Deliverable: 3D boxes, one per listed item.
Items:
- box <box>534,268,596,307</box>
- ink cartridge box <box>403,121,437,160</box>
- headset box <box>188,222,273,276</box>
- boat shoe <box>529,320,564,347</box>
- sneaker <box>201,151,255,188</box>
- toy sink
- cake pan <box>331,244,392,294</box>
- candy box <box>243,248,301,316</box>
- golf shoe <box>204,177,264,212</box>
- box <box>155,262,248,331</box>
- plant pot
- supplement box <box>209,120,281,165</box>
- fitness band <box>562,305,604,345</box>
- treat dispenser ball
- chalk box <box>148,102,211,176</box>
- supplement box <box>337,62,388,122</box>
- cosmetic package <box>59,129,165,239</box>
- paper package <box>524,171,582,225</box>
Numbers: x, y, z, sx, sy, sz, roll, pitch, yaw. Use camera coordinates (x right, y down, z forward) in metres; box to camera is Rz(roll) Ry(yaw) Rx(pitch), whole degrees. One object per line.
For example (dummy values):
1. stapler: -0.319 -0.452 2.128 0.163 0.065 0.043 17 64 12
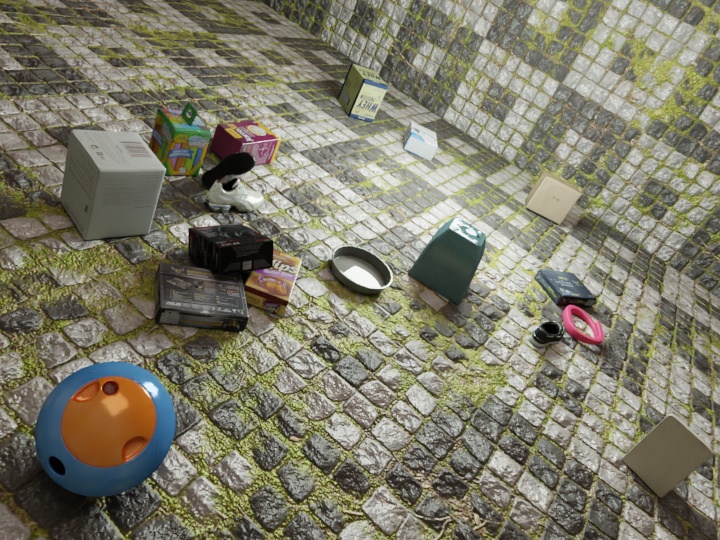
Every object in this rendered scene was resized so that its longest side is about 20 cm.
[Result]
1. box: 0.790 0.068 2.206 0.199 0.051 0.158 7 36 -30
2. ink cartridge box: 0.294 -0.636 2.809 0.145 0.086 0.201 22 33 -10
3. headset box: -0.332 -0.060 1.436 0.148 0.078 0.199 -9 25 -38
4. boat shoe: 0.628 0.200 1.880 0.076 0.061 0.199 43 34 24
5. sneaker: -0.377 -0.309 1.730 0.068 0.200 0.108 67 27 -5
6. toy sink: 0.818 0.470 1.503 0.112 0.201 0.130 -10 46 -45
7. cake pan: 0.000 0.000 1.704 0.199 0.037 0.201 20 32 -13
8. candy box: -0.228 0.021 1.481 0.116 0.057 0.201 21 30 -9
9. golf shoe: -0.360 -0.229 1.701 0.078 0.098 0.199 43 33 26
10. box: -0.368 0.061 1.321 0.199 0.049 0.159 10 34 -28
11. plant pot: 0.305 -0.052 1.861 0.195 0.201 0.196 32 32 6
12. supplement box: -0.393 -0.435 1.966 0.131 0.104 0.200 39 33 16
13. fitness band: 0.792 0.197 2.040 0.143 0.038 0.200 25 30 0
14. treat dispenser ball: -0.392 0.244 0.891 0.199 0.202 0.201 20 32 -13
15. chalk box: -0.538 -0.400 1.709 0.123 0.201 0.125 -8 45 -44
16. supplement box: 0.007 -0.875 2.819 0.133 0.201 0.200 5 39 -30
17. cosmetic package: -0.600 -0.207 1.381 0.166 0.201 0.167 -12 48 -47
18. paper package: 0.938 -0.354 2.797 0.199 0.191 0.104 27 27 -3
